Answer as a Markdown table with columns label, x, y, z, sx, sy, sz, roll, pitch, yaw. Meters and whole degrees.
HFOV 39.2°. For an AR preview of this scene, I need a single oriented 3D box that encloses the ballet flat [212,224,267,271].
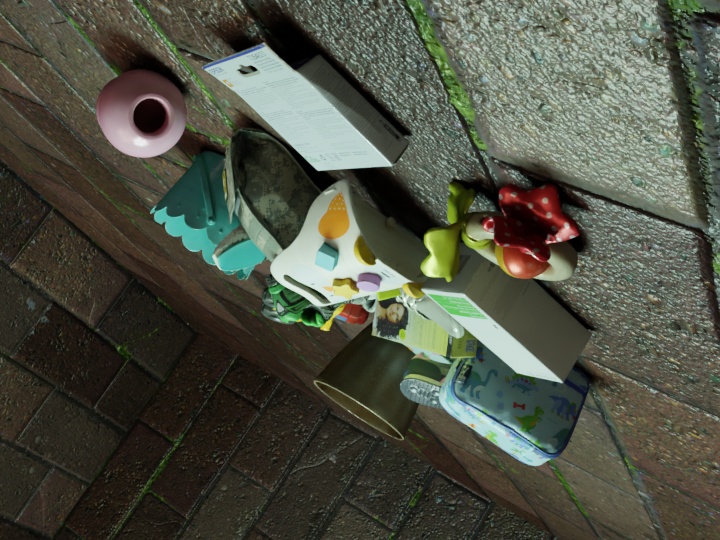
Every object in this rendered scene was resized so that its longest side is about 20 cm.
| label | x | y | z | sx | sy | sz | roll | pitch | yaw |
| --- | --- | --- | --- | --- | --- | --- | --- | --- | --- |
| ballet flat | -0.154 | -0.052 | 1.584 | 0.072 | 0.200 | 0.072 | 30 | 129 | 45 |

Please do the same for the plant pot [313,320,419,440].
| label | x | y | z | sx | sy | sz | roll | pitch | yaw |
| --- | --- | --- | --- | --- | --- | --- | --- | --- | --- |
| plant pot | 0.049 | 0.163 | 1.781 | 0.187 | 0.200 | 0.187 | 31 | 167 | 8 |

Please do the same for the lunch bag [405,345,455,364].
| label | x | y | z | sx | sy | sz | roll | pitch | yaw |
| --- | --- | --- | --- | --- | --- | --- | --- | --- | --- |
| lunch bag | 0.140 | 0.114 | 1.659 | 0.200 | 0.077 | 0.160 | 37 | 166 | -13 |

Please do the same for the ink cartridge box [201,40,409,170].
| label | x | y | z | sx | sy | sz | roll | pitch | yaw |
| --- | --- | --- | --- | --- | --- | --- | --- | --- | --- |
| ink cartridge box | -0.066 | -0.193 | 1.157 | 0.200 | 0.041 | 0.200 | 40 | 165 | -25 |

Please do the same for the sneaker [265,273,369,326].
| label | x | y | z | sx | sy | sz | roll | pitch | yaw |
| --- | --- | --- | --- | --- | --- | --- | --- | --- | --- |
| sneaker | -0.060 | 0.042 | 1.488 | 0.078 | 0.085 | 0.200 | -16 | 170 | 41 |

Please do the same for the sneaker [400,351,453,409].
| label | x | y | z | sx | sy | sz | roll | pitch | yaw |
| --- | --- | --- | --- | --- | --- | --- | --- | --- | --- |
| sneaker | 0.166 | 0.183 | 1.579 | 0.200 | 0.082 | 0.070 | 22 | 135 | -1 |

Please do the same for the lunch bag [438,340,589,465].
| label | x | y | z | sx | sy | sz | roll | pitch | yaw |
| --- | --- | --- | --- | --- | --- | --- | --- | --- | --- |
| lunch bag | 0.230 | 0.178 | 1.502 | 0.200 | 0.161 | 0.082 | 34 | 153 | 1 |

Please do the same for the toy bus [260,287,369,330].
| label | x | y | z | sx | sy | sz | roll | pitch | yaw |
| --- | --- | --- | --- | --- | --- | --- | --- | --- | --- |
| toy bus | -0.071 | 0.037 | 1.811 | 0.192 | 0.136 | 0.200 | 20 | 163 | 1 |

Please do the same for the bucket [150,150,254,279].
| label | x | y | z | sx | sy | sz | roll | pitch | yaw |
| --- | --- | --- | --- | --- | --- | --- | --- | --- | --- |
| bucket | -0.231 | -0.094 | 1.680 | 0.207 | 0.135 | 0.207 | 32 | 166 | 9 |

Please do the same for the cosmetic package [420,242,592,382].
| label | x | y | z | sx | sy | sz | roll | pitch | yaw |
| --- | --- | --- | --- | --- | --- | --- | --- | --- | --- |
| cosmetic package | 0.192 | 0.053 | 1.318 | 0.200 | 0.085 | 0.108 | 41 | 164 | -22 |

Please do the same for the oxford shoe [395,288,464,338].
| label | x | y | z | sx | sy | sz | roll | pitch | yaw |
| --- | --- | --- | --- | --- | --- | --- | --- | --- | --- |
| oxford shoe | 0.083 | 0.035 | 1.424 | 0.200 | 0.058 | 0.075 | 49 | 158 | 44 |

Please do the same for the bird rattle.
| label | x | y | z | sx | sy | sz | roll | pitch | yaw |
| --- | --- | --- | --- | --- | --- | --- | --- | --- | --- |
| bird rattle | 0.170 | -0.039 | 1.105 | 0.163 | 0.113 | 0.200 | 29 | 158 | -34 |

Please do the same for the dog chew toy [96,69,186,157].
| label | x | y | z | sx | sy | sz | roll | pitch | yaw |
| --- | --- | --- | --- | --- | --- | --- | --- | --- | --- |
| dog chew toy | -0.332 | -0.234 | 1.485 | 0.125 | 0.125 | 0.200 | 41 | 172 | -27 |

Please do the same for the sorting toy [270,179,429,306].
| label | x | y | z | sx | sy | sz | roll | pitch | yaw |
| --- | --- | --- | --- | --- | --- | --- | --- | --- | --- |
| sorting toy | -0.020 | -0.004 | 1.353 | 0.180 | 0.107 | 0.200 | -24 | 139 | 35 |

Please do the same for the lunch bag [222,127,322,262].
| label | x | y | z | sx | sy | sz | roll | pitch | yaw |
| --- | --- | --- | --- | --- | --- | --- | --- | --- | --- |
| lunch bag | -0.132 | -0.102 | 1.459 | 0.200 | 0.118 | 0.164 | 49 | 166 | 1 |

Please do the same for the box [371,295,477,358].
| label | x | y | z | sx | sy | sz | roll | pitch | yaw |
| --- | --- | --- | --- | --- | --- | --- | --- | --- | --- |
| box | 0.095 | 0.079 | 1.516 | 0.050 | 0.075 | 0.200 | 4 | -177 | -35 |

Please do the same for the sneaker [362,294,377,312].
| label | x | y | z | sx | sy | sz | roll | pitch | yaw |
| --- | --- | --- | --- | --- | --- | --- | --- | --- | --- |
| sneaker | 0.000 | 0.000 | 1.578 | 0.074 | 0.089 | 0.200 | 24 | 162 | 39 |
